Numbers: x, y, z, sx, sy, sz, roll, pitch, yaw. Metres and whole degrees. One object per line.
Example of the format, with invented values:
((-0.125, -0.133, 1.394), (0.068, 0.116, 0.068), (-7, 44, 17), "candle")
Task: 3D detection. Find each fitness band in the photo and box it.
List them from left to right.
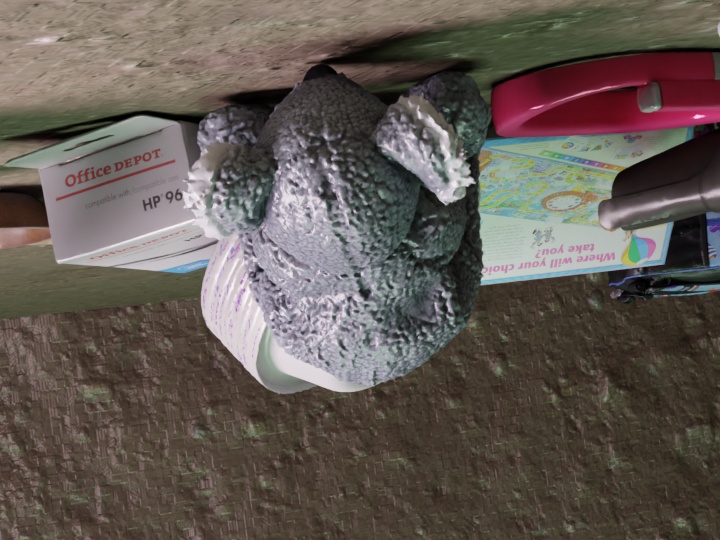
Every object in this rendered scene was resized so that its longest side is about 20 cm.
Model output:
((0.178, -0.112, 1.247), (0.199, 0.038, 0.143), (-4, 176, -39), "fitness band")

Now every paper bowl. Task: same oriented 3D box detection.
((0.000, 0.000, 1.260), (0.200, 0.104, 0.201), (-38, 156, -20), "paper bowl")

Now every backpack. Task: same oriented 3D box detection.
((0.371, -0.041, 2.076), (0.198, 0.136, 0.183), (-7, 177, 0), "backpack")

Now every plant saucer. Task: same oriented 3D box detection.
((-0.331, -0.034, 1.478), (0.198, 0.035, 0.200), (-8, 176, -1), "plant saucer")

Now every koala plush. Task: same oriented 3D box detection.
((-0.006, -0.041, 1.064), (0.176, 0.185, 0.200), (-8, 165, 3), "koala plush")

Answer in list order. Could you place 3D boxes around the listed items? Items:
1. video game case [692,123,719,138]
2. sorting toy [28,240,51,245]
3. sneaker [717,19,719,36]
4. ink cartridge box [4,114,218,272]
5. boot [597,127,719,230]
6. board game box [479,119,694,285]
((0.247, -0.103, 1.571), (0.180, 0.036, 0.200), (-6, 176, -30), "video game case")
((-0.197, -0.046, 1.619), (0.199, 0.037, 0.184), (-4, 180, 43), "sorting toy")
((0.294, -0.113, 1.068), (0.198, 0.083, 0.075), (-7, 177, -15), "sneaker")
((-0.128, -0.047, 1.249), (0.115, 0.068, 0.200), (-17, 170, 25), "ink cartridge box")
((0.261, -0.085, 1.352), (0.137, 0.078, 0.200), (-13, -173, 32), "boot")
((0.137, -0.056, 1.389), (0.198, 0.135, 0.034), (-6, -141, -15), "board game box")
